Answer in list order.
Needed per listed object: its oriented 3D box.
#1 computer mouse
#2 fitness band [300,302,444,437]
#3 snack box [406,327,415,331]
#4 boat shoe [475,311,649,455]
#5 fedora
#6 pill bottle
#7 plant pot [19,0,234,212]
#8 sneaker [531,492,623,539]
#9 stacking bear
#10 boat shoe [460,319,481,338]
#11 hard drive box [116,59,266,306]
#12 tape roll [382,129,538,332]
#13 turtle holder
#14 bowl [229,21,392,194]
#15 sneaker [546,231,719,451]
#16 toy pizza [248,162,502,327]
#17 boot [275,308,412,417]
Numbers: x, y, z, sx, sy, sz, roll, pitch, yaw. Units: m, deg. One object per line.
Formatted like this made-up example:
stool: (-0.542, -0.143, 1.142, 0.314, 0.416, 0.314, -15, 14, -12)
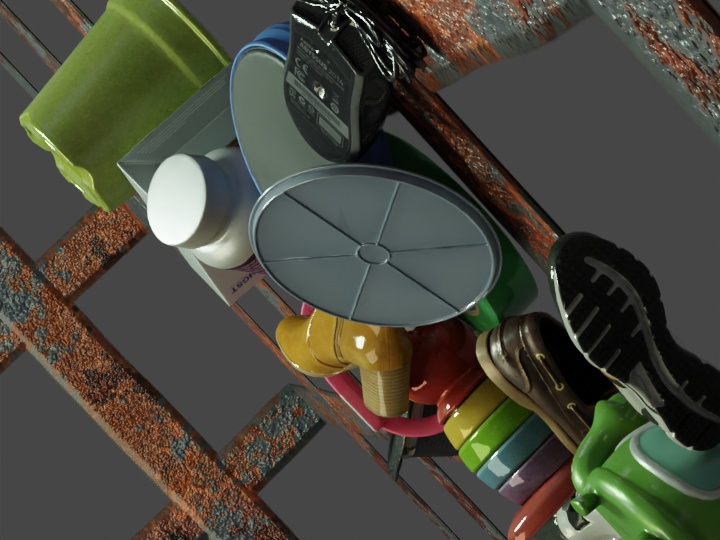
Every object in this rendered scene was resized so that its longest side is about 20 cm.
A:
computer mouse: (-0.006, -0.151, 1.423, 0.139, 0.053, 0.200, 46, 155, 16)
fitness band: (0.032, 0.073, 1.925, 0.200, 0.144, 0.037, 48, -178, 2)
snack box: (0.000, 0.000, 1.769, 0.200, 0.072, 0.024, 38, -147, -40)
boat shoe: (0.185, 0.103, 1.611, 0.070, 0.071, 0.200, -29, 128, 36)
fedora: (0.085, 0.132, 2.038, 0.091, 0.201, 0.201, 10, 169, 0)
pill bottle: (-0.094, -0.053, 1.794, 0.200, 0.113, 0.112, 7, -157, -46)
plant pot: (-0.230, -0.165, 1.946, 0.200, 0.184, 0.200, 44, 171, 9)
sneaker: (0.226, 0.214, 1.828, 0.200, 0.074, 0.089, -11, 112, 46)
stacking bear: (0.114, 0.123, 1.707, 0.200, 0.114, 0.121, 44, -154, 8)
boat shoe: (0.159, 0.114, 1.782, 0.201, 0.066, 0.072, 44, 170, 13)
hard drive box: (-0.124, -0.083, 1.907, 0.077, 0.156, 0.200, 44, 172, 33)
tape roll: (0.062, -0.031, 1.647, 0.200, 0.048, 0.200, 45, 171, 9)
turtle holder: (0.242, 0.172, 1.461, 0.141, 0.132, 0.185, 47, 172, -15)
bowl: (-0.043, -0.103, 1.596, 0.201, 0.039, 0.201, 44, 147, 38)
sneaker: (0.184, 0.048, 1.376, 0.200, 0.074, 0.080, 51, 171, -28)
toy pizza: (0.012, -0.024, 1.524, 0.199, 0.032, 0.200, 7, 143, 5)
boot: (-0.016, 0.029, 1.710, 0.201, 0.071, 0.145, 33, 134, 52)
